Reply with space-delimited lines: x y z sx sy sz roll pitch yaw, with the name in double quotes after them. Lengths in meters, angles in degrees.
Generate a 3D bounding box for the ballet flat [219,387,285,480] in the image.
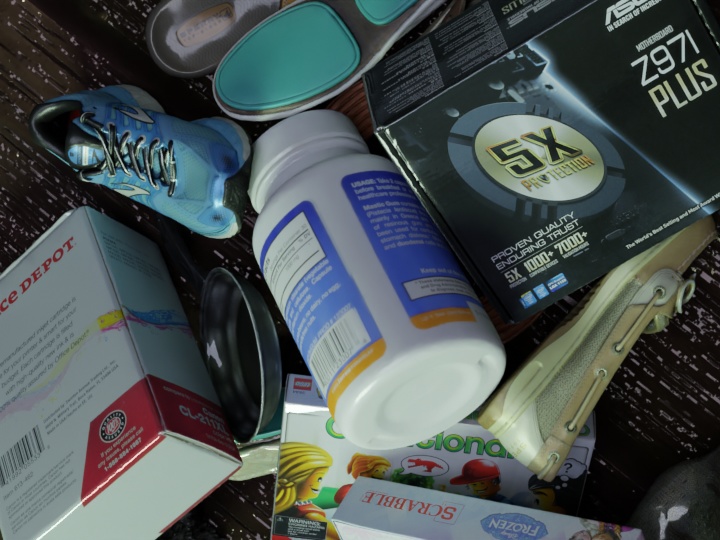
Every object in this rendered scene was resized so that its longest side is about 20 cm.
-0.013 0.103 1.169 0.199 0.068 0.063 -8 137 10 "ballet flat"

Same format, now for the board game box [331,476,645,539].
0.101 0.224 1.085 0.199 0.041 0.200 7 136 32 "board game box"

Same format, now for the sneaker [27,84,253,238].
-0.146 -0.069 1.113 0.199 0.090 0.079 22 108 45 "sneaker"

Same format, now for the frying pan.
-0.094 0.041 1.150 0.031 0.190 0.116 -8 114 -23 "frying pan"

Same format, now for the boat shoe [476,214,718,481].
0.159 0.040 1.068 0.063 0.073 0.201 44 73 5 "boat shoe"

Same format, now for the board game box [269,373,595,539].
0.044 0.136 1.121 0.198 0.035 0.127 6 125 -1 "board game box"

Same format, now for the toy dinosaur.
0.202 0.166 1.091 0.200 0.102 0.077 -46 45 19 "toy dinosaur"

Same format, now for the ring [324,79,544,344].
0.045 -0.037 1.145 0.199 0.019 0.202 3 100 15 "ring"

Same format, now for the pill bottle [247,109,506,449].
0.000 0.000 1.065 0.112 0.112 0.201 -39 57 18 "pill bottle"

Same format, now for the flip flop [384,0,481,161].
0.082 -0.144 1.083 0.081 0.058 0.200 43 101 7 "flip flop"

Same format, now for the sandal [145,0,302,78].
-0.062 -0.190 1.127 0.199 0.055 0.082 -26 92 16 "sandal"

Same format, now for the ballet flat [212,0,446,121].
-0.002 -0.156 1.103 0.199 0.069 0.070 -36 89 8 "ballet flat"

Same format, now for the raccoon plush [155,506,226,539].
-0.180 0.233 1.195 0.199 0.134 0.097 -20 96 18 "raccoon plush"

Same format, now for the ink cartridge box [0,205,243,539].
-0.180 0.081 1.145 0.146 0.083 0.201 -40 51 19 "ink cartridge box"

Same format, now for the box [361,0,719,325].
0.128 -0.091 1.032 0.199 0.086 0.164 -29 119 11 "box"
